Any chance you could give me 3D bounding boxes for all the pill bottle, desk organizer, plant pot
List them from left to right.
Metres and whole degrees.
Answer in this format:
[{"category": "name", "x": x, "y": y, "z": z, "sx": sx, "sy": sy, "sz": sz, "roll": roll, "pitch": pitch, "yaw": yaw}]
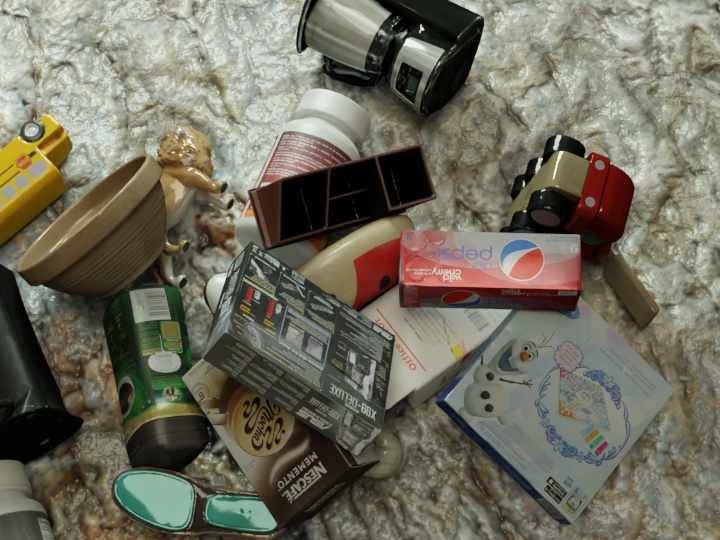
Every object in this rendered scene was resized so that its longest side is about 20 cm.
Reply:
[{"category": "pill bottle", "x": -0.379, "y": 0.314, "z": 1.571, "sx": 0.112, "sy": 0.113, "sz": 0.202, "roll": -20, "pitch": 68, "yaw": -7}, {"category": "plant pot", "x": -0.288, "y": -0.034, "z": 1.672, "sx": 0.201, "sy": 0.200, "sz": 0.093, "roll": -44, "pitch": 108, "yaw": -16}, {"category": "pill bottle", "x": -0.064, "y": -0.108, "z": 1.746, "sx": 0.108, "sy": 0.110, "sz": 0.202, "roll": 20, "pitch": 69, "yaw": 9}, {"category": "desk organizer", "x": -0.018, "y": -0.085, "z": 1.660, "sx": 0.198, "sy": 0.077, "sz": 0.073, "roll": -17, "pitch": 90, "yaw": -31}]

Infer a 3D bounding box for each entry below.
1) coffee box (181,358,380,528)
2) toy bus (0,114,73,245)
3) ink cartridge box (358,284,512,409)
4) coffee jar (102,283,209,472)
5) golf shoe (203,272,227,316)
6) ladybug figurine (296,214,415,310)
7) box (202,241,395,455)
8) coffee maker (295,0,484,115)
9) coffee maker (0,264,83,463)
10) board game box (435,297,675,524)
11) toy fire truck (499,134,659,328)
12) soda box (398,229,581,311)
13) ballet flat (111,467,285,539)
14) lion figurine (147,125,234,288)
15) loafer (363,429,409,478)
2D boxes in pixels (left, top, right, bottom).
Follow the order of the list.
[{"category": "coffee box", "x": -0.086, "y": 0.160, "z": 1.584, "sx": 0.113, "sy": 0.080, "sz": 0.201, "roll": -42, "pitch": 73, "yaw": 18}, {"category": "toy bus", "x": -0.426, "y": -0.096, "z": 1.771, "sx": 0.200, "sy": 0.065, "sz": 0.078, "roll": -43, "pitch": 73, "yaw": -15}, {"category": "ink cartridge box", "x": 0.074, "y": 0.072, "z": 1.690, "sx": 0.199, "sy": 0.068, "sz": 0.117, "roll": -34, "pitch": 70, "yaw": -14}, {"category": "coffee jar", "x": -0.229, "y": 0.125, "z": 1.651, "sx": 0.084, "sy": 0.104, "sz": 0.202, "roll": -1, "pitch": 64, "yaw": -29}, {"category": "golf shoe", "x": -0.100, "y": 0.054, "z": 1.687, "sx": 0.199, "sy": 0.095, "sz": 0.078, "roll": 33, "pitch": 75, "yaw": 16}, {"category": "ladybug figurine", "x": 0.000, "y": 0.000, "z": 1.681, "sx": 0.199, "sy": 0.136, "sz": 0.072, "roll": -30, "pitch": 82, "yaw": -42}, {"category": "box", "x": -0.059, "y": 0.080, "z": 1.541, "sx": 0.199, "sy": 0.050, "sz": 0.158, "roll": 33, "pitch": 34, "yaw": -17}, {"category": "coffee maker", "x": 0.050, "y": -0.307, "z": 1.816, "sx": 0.199, "sy": 0.135, "sz": 0.193, "roll": 30, "pitch": 70, "yaw": 12}, {"category": "coffee maker", "x": -0.407, "y": 0.094, "z": 1.615, "sx": 0.133, "sy": 0.193, "sz": 0.201, "roll": -23, "pitch": 69, "yaw": -17}, {"category": "board game box", "x": 0.218, "y": 0.141, "z": 1.638, "sx": 0.200, "sy": 0.043, "sz": 0.199, "roll": 44, "pitch": 74, "yaw": -4}, {"category": "toy fire truck", "x": 0.270, "y": -0.038, "z": 1.686, "sx": 0.198, "sy": 0.176, "sz": 0.130, "roll": 21, "pitch": 67, "yaw": -6}, {"category": "soda box", "x": 0.141, "y": 0.000, "z": 1.608, "sx": 0.197, "sy": 0.064, "sz": 0.071, "roll": 1, "pitch": 67, "yaw": 1}, {"category": "ballet flat", "x": -0.175, "y": 0.264, "z": 1.613, "sx": 0.197, "sy": 0.067, "sz": 0.069, "roll": 13, "pitch": 75, "yaw": 7}, {"category": "lion figurine", "x": -0.228, "y": -0.076, "z": 1.758, "sx": 0.122, "sy": 0.073, "sz": 0.201, "roll": 28, "pitch": 75, "yaw": 22}, {"category": "loafer", "x": -0.039, "y": 0.187, "z": 1.647, "sx": 0.198, "sy": 0.070, "sz": 0.071, "roll": 19, "pitch": 89, "yaw": 25}]
